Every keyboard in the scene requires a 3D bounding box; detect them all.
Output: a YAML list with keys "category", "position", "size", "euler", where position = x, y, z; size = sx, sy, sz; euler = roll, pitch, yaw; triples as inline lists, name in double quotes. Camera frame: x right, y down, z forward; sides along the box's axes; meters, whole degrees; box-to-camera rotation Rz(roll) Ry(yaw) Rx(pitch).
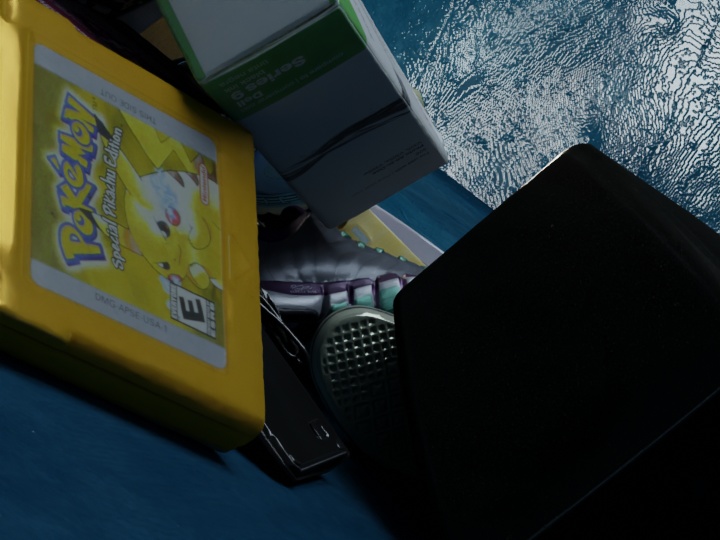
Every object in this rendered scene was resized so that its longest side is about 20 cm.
- category: "keyboard"
  position: [-0.072, 0.018, 1.113]
  size: [0.200, 0.021, 0.127]
  euler: [55, 17, 9]

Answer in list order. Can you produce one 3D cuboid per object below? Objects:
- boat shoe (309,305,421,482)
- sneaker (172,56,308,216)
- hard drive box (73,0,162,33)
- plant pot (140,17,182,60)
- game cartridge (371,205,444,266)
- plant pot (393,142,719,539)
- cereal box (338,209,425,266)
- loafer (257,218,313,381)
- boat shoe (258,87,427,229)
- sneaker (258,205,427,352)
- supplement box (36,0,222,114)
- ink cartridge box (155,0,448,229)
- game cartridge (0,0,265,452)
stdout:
- category: "boat shoe"
  position: [0.036, 0.078, 1.238]
  size: [0.200, 0.075, 0.062]
  euler: [36, 0, -39]
- category: "sneaker"
  position: [-0.082, -0.083, 1.301]
  size: [0.090, 0.199, 0.079]
  euler: [96, -15, -60]
- category: "hard drive box"
  position: [-0.122, -0.220, 1.197]
  size: [0.156, 0.200, 0.077]
  euler: [18, 45, -53]
- category: "plant pot"
  position: [-0.112, -0.114, 1.449]
  size: [0.200, 0.186, 0.186]
  euler: [48, 1, -26]
- category: "game cartridge"
  position: [0.028, 0.006, 1.584]
  size: [0.200, 0.040, 0.133]
  euler: [35, -20, 21]
- category: "plant pot"
  position: [0.132, 0.057, 1.142]
  size: [0.199, 0.200, 0.178]
  euler: [26, 27, -52]
- category: "cereal box"
  position: [0.049, 0.042, 1.436]
  size: [0.200, 0.040, 0.144]
  euler: [51, -3, -35]
- category: "loafer"
  position: [-0.023, 0.025, 1.309]
  size: [0.200, 0.068, 0.076]
  euler: [33, 8, -22]
- category: "boat shoe"
  position: [-0.037, -0.051, 1.380]
  size: [0.066, 0.200, 0.074]
  euler: [56, -19, 25]
- category: "sneaker"
  position: [0.000, 0.000, 1.249]
  size: [0.200, 0.074, 0.088]
  euler: [5, 58, -34]
- category: "supplement box"
  position: [-0.164, -0.080, 1.158]
  size: [0.086, 0.110, 0.200]
  euler: [38, 8, 16]
- category: "ink cartridge box"
  position: [-0.042, -0.128, 1.169]
  size: [0.146, 0.084, 0.200]
  euler: [62, 6, 27]
- category: "game cartridge"
  position: [-0.123, -0.030, 0.992]
  size: [0.200, 0.032, 0.177]
  euler: [30, 43, -41]
